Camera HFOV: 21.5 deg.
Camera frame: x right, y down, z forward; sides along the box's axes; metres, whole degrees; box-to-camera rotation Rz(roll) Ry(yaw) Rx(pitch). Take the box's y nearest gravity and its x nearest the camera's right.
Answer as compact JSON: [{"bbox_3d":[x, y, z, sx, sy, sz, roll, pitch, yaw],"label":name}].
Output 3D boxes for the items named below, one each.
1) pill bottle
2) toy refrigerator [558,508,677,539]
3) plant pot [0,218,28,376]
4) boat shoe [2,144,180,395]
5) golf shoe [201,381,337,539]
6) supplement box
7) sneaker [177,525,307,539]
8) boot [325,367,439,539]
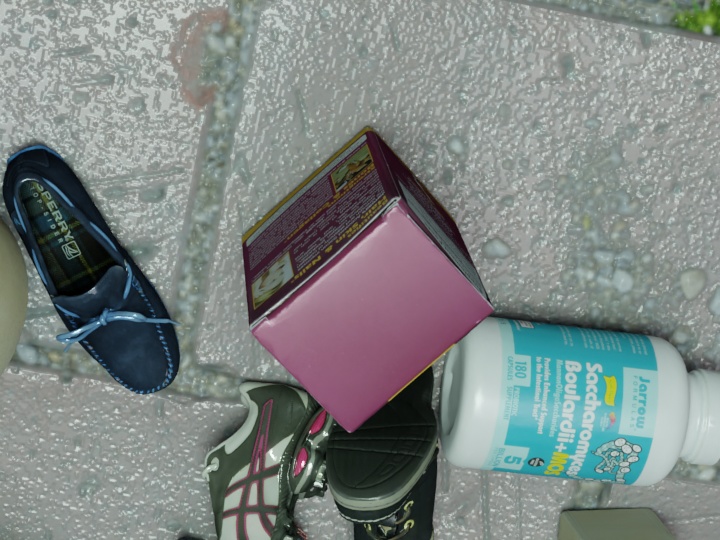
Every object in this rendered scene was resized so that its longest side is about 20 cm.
[{"bbox_3d":[0.163,0.097,1.378,0.199,0.111,0.111,6,107,-7],"label":"pill bottle"},{"bbox_3d":[0.189,0.287,1.465,0.076,0.070,0.201,-1,109,-12],"label":"toy refrigerator"},{"bbox_3d":[-0.336,0.005,1.235,0.200,0.201,0.135,-27,149,4],"label":"plant pot"},{"bbox_3d":[-0.198,0.011,1.338,0.084,0.069,0.200,-34,108,6],"label":"boat shoe"},{"bbox_3d":[-0.081,0.176,1.374,0.088,0.077,0.200,22,68,9],"label":"golf shoe"},{"bbox_3d":[0.000,0.000,1.285,0.131,0.200,0.103,-40,107,9],"label":"supplement box"},{"bbox_3d":[-0.127,0.247,1.427,0.200,0.079,0.096,-27,99,-5],"label":"sneaker"},{"bbox_3d":[0.021,0.167,1.344,0.073,0.204,0.154,2,112,7],"label":"boot"}]
